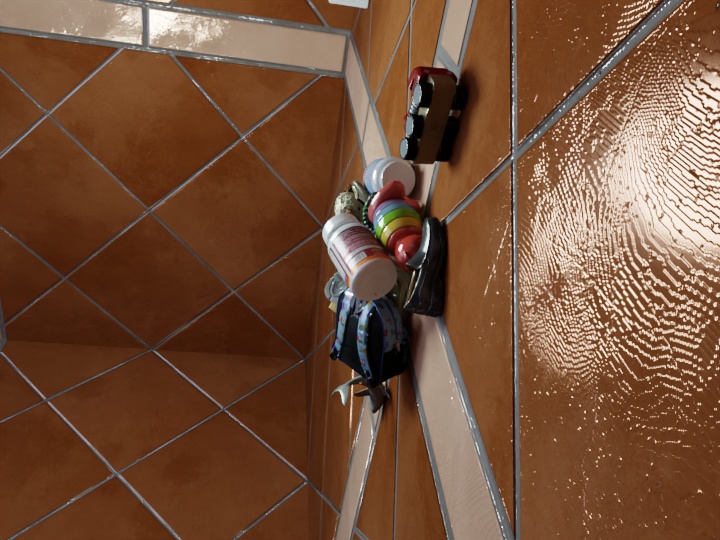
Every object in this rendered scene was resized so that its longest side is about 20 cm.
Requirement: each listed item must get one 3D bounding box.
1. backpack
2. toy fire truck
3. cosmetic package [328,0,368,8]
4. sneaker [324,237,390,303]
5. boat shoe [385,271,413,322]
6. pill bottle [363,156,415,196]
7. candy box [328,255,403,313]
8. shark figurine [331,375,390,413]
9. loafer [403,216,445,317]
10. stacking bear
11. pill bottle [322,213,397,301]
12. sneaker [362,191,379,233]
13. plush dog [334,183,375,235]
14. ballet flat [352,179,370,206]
[{"bbox_3d":[0.025,0.134,1.481,0.182,0.134,0.202,28,124,44],"label":"backpack"},{"bbox_3d":[0.136,-0.334,1.309,0.201,0.128,0.177,-109,24,-46],"label":"toy fire truck"},{"bbox_3d":[-0.042,-1.204,2.671,0.167,0.166,0.201,-99,16,-59],"label":"cosmetic package"},{"bbox_3d":[0.000,0.000,1.540,0.077,0.200,0.080,50,-174,20],"label":"sneaker"},{"bbox_3d":[0.085,0.086,1.553,0.073,0.063,0.202,39,140,34],"label":"boat shoe"},{"bbox_3d":[0.073,-0.225,1.604,0.200,0.108,0.110,-138,53,-78],"label":"pill bottle"},{"bbox_3d":[0.018,0.040,1.606,0.056,0.116,0.201,-20,-37,-60],"label":"candy box"},{"bbox_3d":[0.029,0.303,1.645,0.089,0.214,0.129,33,90,38],"label":"shark figurine"},{"bbox_3d":[0.125,-0.011,1.280,0.073,0.072,0.202,121,153,-72],"label":"loafer"},{"bbox_3d":[0.094,-0.078,1.408,0.121,0.113,0.201,44,-163,-42],"label":"stacking bear"},{"bbox_3d":[-0.007,-0.034,1.427,0.200,0.109,0.110,-123,34,-44],"label":"pill bottle"},{"bbox_3d":[0.058,-0.127,1.574,0.200,0.077,0.086,60,-152,-54],"label":"sneaker"},{"bbox_3d":[-0.012,-0.143,1.784,0.172,0.159,0.201,55,-159,-39],"label":"plush dog"},{"bbox_3d":[0.031,-0.144,1.686,0.201,0.046,0.067,57,-179,-6],"label":"ballet flat"}]
